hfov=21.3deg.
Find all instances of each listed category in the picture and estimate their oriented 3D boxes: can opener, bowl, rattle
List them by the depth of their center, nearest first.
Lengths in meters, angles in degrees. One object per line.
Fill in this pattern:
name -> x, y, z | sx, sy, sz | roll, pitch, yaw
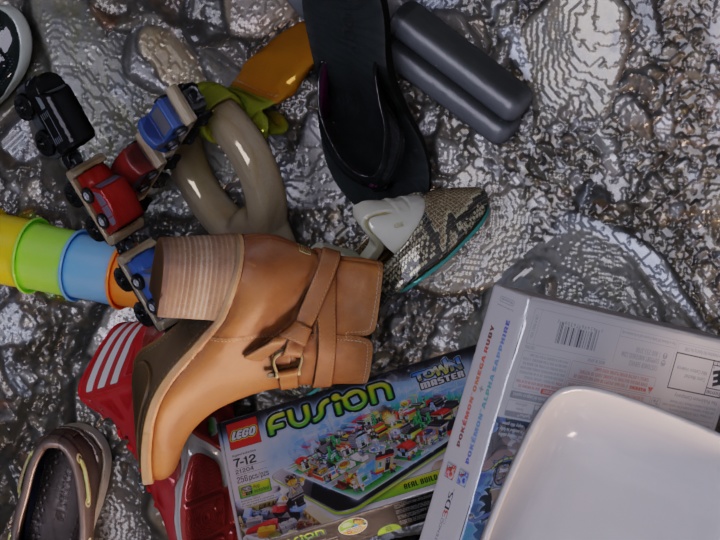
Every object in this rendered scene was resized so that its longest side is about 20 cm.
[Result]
bowl -> 0.164, 0.189, 1.188 | 0.198, 0.075, 0.201 | 23, 82, -5
can opener -> 0.028, -0.156, 1.345 | 0.199, 0.067, 0.053 | 35, 144, 7
rattle -> -0.055, -0.057, 1.386 | 0.130, 0.143, 0.201 | -18, 104, 45

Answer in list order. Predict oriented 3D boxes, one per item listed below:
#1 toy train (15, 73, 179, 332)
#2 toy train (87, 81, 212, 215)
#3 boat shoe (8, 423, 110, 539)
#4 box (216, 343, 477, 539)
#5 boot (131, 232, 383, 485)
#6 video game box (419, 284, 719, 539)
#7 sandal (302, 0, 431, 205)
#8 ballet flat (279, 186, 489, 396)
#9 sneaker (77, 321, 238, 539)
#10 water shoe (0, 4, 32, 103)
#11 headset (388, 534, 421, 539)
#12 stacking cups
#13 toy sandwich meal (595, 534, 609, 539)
toy train -> -0.171, -0.046, 1.307 | 0.046, 0.034, 0.201 | -26, 95, 50
toy train -> -0.153, -0.076, 1.340 | 0.034, 0.046, 0.200 | 58, 147, 9
boat shoe -> -0.228, 0.215, 1.412 | 0.071, 0.059, 0.202 | 11, 94, 13
box -> 0.006, 0.128, 1.321 | 0.198, 0.035, 0.111 | -17, 49, 1
boot -> -0.071, 0.067, 1.284 | 0.153, 0.074, 0.201 | 5, 125, -16
video game box -> 0.147, 0.116, 1.268 | 0.047, 0.199, 0.184 | 20, 96, 54
sandal -> -0.004, -0.112, 1.321 | 0.075, 0.048, 0.202 | -3, 121, 22
ballet flat -> 0.000, 0.000, 1.323 | 0.200, 0.068, 0.075 | -44, 117, 5
sneaker -> -0.142, 0.127, 1.405 | 0.115, 0.078, 0.202 | 9, 108, 43
water shoe -> -0.335, -0.133, 1.427 | 0.199, 0.079, 0.072 | -29, 85, 13
headset -> 0.060, 0.229, 1.356 | 0.123, 0.094, 0.201 | 33, 114, 9
stacking cups -> -0.188, -0.005, 1.389 | 0.198, 0.060, 0.061 | 8, 94, 23
toy sandwich meal -> 0.217, 0.230, 1.265 | 0.203, 0.070, 0.207 | -7, 106, -25
